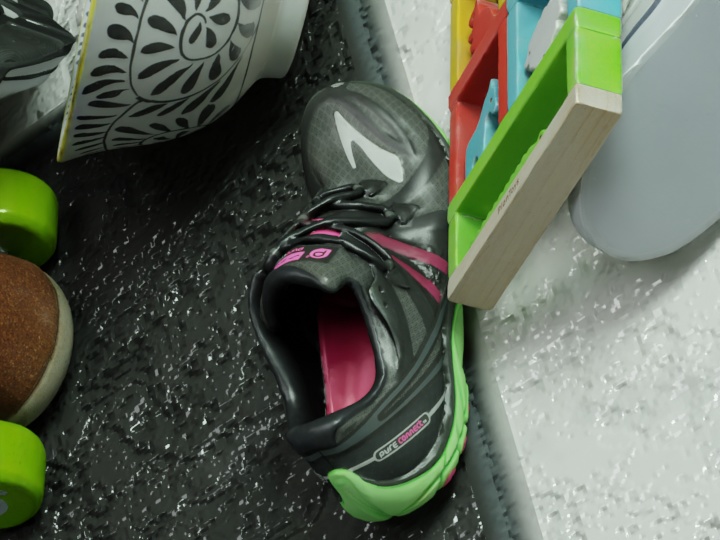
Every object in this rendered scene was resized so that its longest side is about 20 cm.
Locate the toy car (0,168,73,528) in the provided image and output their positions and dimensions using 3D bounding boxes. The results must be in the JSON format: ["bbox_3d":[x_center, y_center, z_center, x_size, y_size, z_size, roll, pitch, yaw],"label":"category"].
[{"bbox_3d":[-0.242,0.016,1.237,0.158,0.200,0.165,-23,52,30],"label":"toy car"}]

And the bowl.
[{"bbox_3d":[-0.070,-0.136,1.233,0.201,0.094,0.201,-168,90,-83],"label":"bowl"}]

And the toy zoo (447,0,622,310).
[{"bbox_3d":[0.067,-0.101,1.111,0.131,0.020,0.200,121,157,-48],"label":"toy zoo"}]

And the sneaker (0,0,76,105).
[{"bbox_3d":[-0.189,-0.073,1.308,0.201,0.076,0.116,-111,43,-79],"label":"sneaker"}]

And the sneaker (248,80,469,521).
[{"bbox_3d":[0.000,0.000,1.120,0.077,0.084,0.200,-25,51,27],"label":"sneaker"}]

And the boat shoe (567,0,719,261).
[{"bbox_3d":[0.131,-0.099,1.079,0.200,0.072,0.066,-68,20,0],"label":"boat shoe"}]
